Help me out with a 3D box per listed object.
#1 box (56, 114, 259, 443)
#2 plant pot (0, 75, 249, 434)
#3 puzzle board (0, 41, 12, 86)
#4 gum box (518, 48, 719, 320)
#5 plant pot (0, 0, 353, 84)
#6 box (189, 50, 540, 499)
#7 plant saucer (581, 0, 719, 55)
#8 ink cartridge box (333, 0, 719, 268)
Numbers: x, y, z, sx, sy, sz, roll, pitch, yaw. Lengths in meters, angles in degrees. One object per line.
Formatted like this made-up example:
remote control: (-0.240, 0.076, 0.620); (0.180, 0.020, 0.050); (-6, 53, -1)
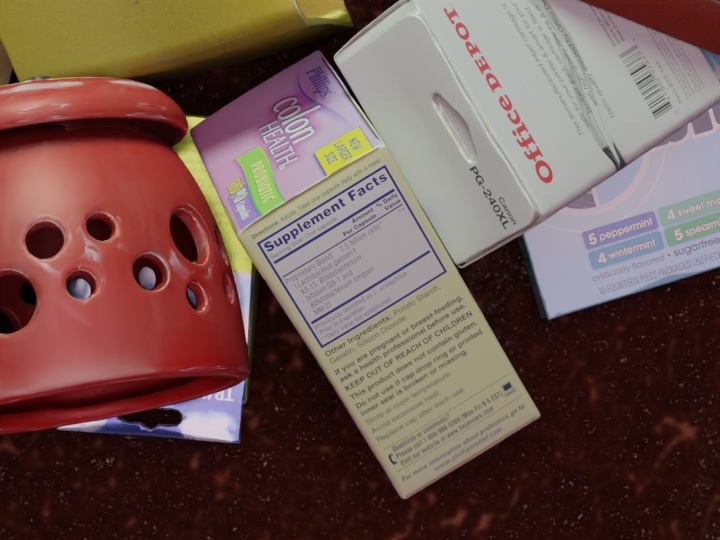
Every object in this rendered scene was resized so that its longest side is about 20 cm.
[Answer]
box: (-0.124, 0.002, 1.552); (0.121, 0.048, 0.202); (4, 90, -1)
plant pot: (-0.172, -0.008, 1.433); (0.199, 0.200, 0.184); (-8, 82, -2)
puzzle board: (-0.293, -0.094, 1.497); (0.150, 0.017, 0.201); (24, 66, -28)
gum box: (0.167, -0.089, 1.563); (0.169, 0.045, 0.201); (-16, 90, -2)
plant pot: (-0.135, -0.202, 1.487); (0.176, 0.200, 0.201); (-23, 91, 9)
box: (0.000, 0.000, 1.459); (0.096, 0.176, 0.201); (-30, 116, 0)
plant saucer: (0.192, -0.241, 1.446); (0.199, 0.037, 0.201); (16, 84, -34)
ink cartridge box: (0.099, -0.112, 1.444); (0.200, 0.083, 0.146); (-32, 91, -43)
